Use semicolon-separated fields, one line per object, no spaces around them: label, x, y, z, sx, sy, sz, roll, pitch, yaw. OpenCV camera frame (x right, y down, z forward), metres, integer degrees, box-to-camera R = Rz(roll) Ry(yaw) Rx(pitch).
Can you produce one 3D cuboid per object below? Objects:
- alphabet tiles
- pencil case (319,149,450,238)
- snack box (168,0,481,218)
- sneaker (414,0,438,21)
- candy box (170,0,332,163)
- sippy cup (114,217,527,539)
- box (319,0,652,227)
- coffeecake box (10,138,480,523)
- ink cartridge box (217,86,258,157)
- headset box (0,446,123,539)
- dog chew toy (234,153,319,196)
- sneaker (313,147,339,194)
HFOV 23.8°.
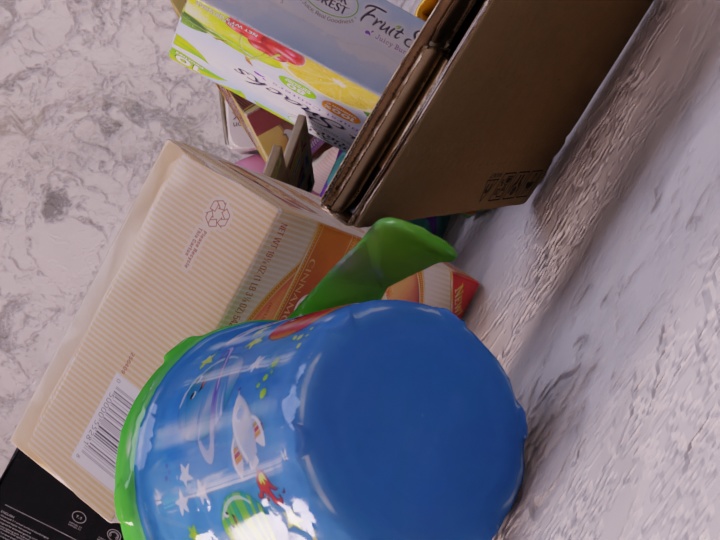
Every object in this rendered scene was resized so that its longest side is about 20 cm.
alphabet tiles;-0.062;0.021;0.943;0.167;0.006;0.201;86;-157;-72
pencil case;0.000;0.000;1.001;0.093;0.085;0.201;-57;8;45
snack box;0.000;-0.103;0.919;0.053;0.199;0.142;-63;7;-9
sneaker;0.077;-0.157;1.058;0.078;0.082;0.200;-60;6;13
candy box;-0.044;-0.151;1.127;0.116;0.057;0.200;-29;35;-3
sippy cup;-0.009;0.072;0.644;0.130;0.139;0.179;-30;72;58
box;0.073;-0.095;0.743;0.164;0.021;0.200;-59;-19;18
coffeecake box;-0.046;0.040;0.810;0.200;0.073;0.154;18;-77;-60
ink cartridge box;-0.027;-0.136;1.313;0.200;0.146;0.084;-28;-68;-88
headset box;-0.148;0.170;1.049;0.093;0.173;0.200;-56;10;35
dog chew toy;-0.048;-0.030;1.321;0.125;0.124;0.200;-60;-14;13
sneaker;0.003;-0.069;1.175;0.076;0.104;0.200;-65;6;-11
